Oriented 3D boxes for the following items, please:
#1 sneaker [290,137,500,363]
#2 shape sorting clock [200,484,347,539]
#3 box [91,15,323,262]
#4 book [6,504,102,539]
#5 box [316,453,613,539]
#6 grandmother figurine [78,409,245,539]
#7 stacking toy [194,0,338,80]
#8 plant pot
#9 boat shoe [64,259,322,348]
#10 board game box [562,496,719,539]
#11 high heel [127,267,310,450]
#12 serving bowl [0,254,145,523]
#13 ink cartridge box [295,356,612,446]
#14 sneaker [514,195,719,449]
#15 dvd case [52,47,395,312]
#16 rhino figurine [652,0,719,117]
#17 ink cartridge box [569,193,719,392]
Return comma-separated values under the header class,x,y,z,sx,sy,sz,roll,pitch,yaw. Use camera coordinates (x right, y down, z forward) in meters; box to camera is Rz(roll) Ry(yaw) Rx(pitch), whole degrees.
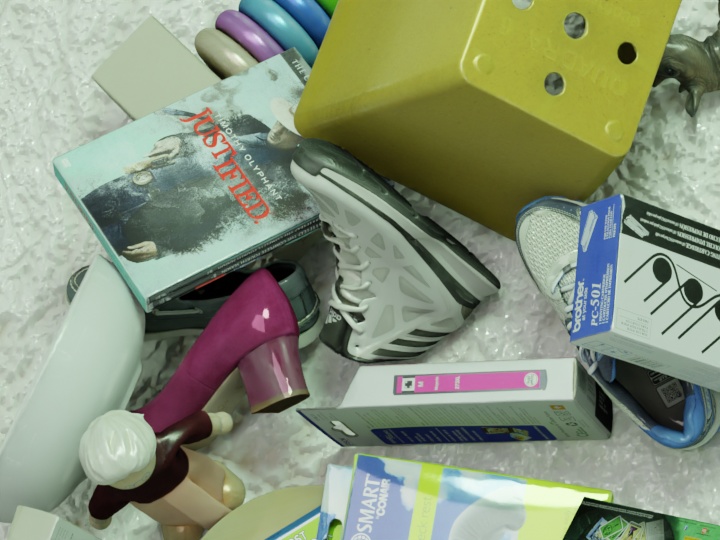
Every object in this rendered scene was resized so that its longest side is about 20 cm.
class,x,y,z,sx,sy,sz,roll,pitch,yaw
sneaker,0.000,0.000,1.733,0.115,0.200,0.076,-48,38,4
shape sorting clock,-0.037,0.245,1.738,0.199,0.039,0.201,-3,71,9
box,-0.104,-0.096,1.867,0.068,0.082,0.200,-45,64,-1
book,-0.195,0.249,1.706,0.048,0.200,0.134,14,76,24
box,0.063,0.194,1.694,0.199,0.048,0.122,7,73,9
grandmother figurine,-0.137,0.138,1.724,0.061,0.200,0.121,42,90,22
stacking toy,-0.030,-0.213,1.887,0.085,0.085,0.200,40,84,28
plant pot,0.104,-0.154,1.706,0.176,0.200,0.201,-9,58,65
boat shoe,-0.125,0.011,1.833,0.199,0.062,0.073,8,42,19
board game box,0.182,0.202,1.569,0.200,0.023,0.105,6,63,59
high heel,-0.123,0.074,1.802,0.200,0.067,0.096,-22,75,27
serving bowl,-0.199,0.091,1.760,0.066,0.200,0.201,25,79,-6
ink cartridge box,0.065,0.092,1.725,0.199,0.095,0.037,-5,69,19
sneaker,0.172,0.035,1.669,0.077,0.085,0.200,-39,88,15
dvd case,-0.097,-0.067,1.775,0.200,0.022,0.146,-25,57,-17
rhino figurine,0.273,-0.171,1.754,0.200,0.088,0.060,-30,34,9
ink cartridge box,0.227,0.024,1.638,0.044,0.200,0.094,-18,59,52
